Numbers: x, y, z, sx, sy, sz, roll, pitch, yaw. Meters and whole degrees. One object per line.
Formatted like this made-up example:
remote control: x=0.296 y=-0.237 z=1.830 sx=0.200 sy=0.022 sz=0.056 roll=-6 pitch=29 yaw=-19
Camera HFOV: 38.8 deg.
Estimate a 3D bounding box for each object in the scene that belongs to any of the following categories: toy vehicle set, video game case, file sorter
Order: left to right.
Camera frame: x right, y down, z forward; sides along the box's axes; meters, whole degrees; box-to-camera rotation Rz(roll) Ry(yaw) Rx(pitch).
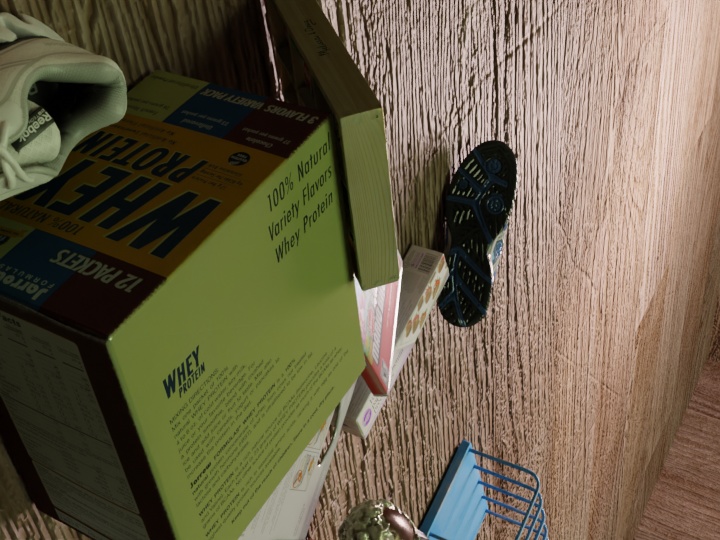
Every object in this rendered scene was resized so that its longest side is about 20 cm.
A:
toy vehicle set: x=-0.021 y=-0.097 z=0.673 sx=0.026 sy=0.201 sz=0.126 roll=-15 pitch=129 yaw=-9
video game case: x=0.000 y=0.000 z=0.879 sx=0.201 sy=0.017 sz=0.145 roll=63 pitch=30 yaw=-54
file sorter: x=0.173 y=0.351 z=1.359 sx=0.140 sy=0.121 sz=0.201 roll=-58 pitch=150 yaw=-28

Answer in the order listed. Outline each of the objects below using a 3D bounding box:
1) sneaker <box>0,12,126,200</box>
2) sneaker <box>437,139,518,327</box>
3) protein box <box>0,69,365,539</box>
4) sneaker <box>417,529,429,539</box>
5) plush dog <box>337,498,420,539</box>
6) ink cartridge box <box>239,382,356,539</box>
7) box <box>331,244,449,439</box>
sneaker: x=-0.188 y=-0.055 z=0.460 sx=0.200 sy=0.080 sz=0.076 roll=-48 pitch=146 yaw=-39
sneaker: x=0.122 y=-0.042 z=1.112 sx=0.077 sy=0.074 sz=0.204 roll=-19 pitch=124 yaw=-85
protein box: x=-0.109 y=0.030 z=0.600 sx=0.199 sy=0.133 sz=0.203 roll=-50 pitch=146 yaw=-38
sneaker: x=0.037 y=0.343 z=1.119 sx=0.198 sy=0.114 sz=0.076 roll=8 pitch=114 yaw=-42
plush dog: x=-0.035 y=0.318 z=0.893 sx=0.170 sy=0.159 sz=0.204 roll=-6 pitch=79 yaw=-40
ink cartridge box: x=-0.062 y=0.124 z=0.854 sx=0.173 sy=0.043 sz=0.203 roll=38 pitch=69 yaw=-69
box: x=0.028 y=0.066 z=1.002 sx=0.202 sy=0.041 sz=0.039 roll=-61 pitch=151 yaw=-26
